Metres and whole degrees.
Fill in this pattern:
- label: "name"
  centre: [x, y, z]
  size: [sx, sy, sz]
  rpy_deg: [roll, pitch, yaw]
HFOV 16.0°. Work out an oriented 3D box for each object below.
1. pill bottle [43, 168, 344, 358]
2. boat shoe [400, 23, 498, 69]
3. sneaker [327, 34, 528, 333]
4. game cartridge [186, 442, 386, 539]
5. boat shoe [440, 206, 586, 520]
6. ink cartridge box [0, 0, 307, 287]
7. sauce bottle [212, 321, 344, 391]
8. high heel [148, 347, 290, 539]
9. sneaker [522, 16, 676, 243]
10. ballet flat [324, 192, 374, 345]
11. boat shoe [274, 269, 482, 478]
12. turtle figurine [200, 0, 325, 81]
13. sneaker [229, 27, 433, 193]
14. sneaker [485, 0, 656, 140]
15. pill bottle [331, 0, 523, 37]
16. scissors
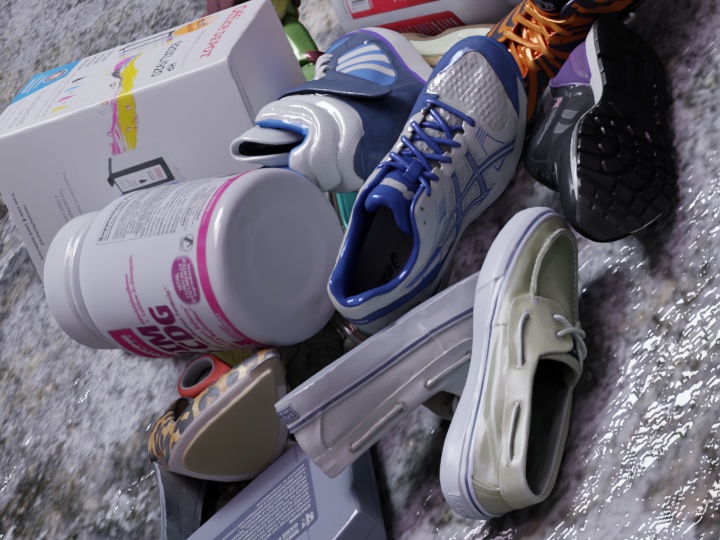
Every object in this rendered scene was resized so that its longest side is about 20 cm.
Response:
- label: "pill bottle"
  centre: [-0.113, -0.001, 1.680]
  size: [0.200, 0.113, 0.114]
  rpy_deg: [-7, 49, 48]
- label: "boat shoe"
  centre: [0.040, -0.124, 1.805]
  size: [0.200, 0.072, 0.076]
  rpy_deg: [-8, 60, 54]
- label: "sneaker"
  centre: [0.043, -0.053, 1.588]
  size: [0.075, 0.088, 0.201]
  rpy_deg: [22, 92, 20]
- label: "game cartridge"
  centre: [-0.065, 0.190, 1.596]
  size: [0.200, 0.041, 0.133]
  rpy_deg: [-42, 24, 18]
- label: "boat shoe"
  centre: [0.102, 0.054, 1.485]
  size: [0.062, 0.072, 0.201]
  rpy_deg: [-6, 59, 37]
- label: "ink cartridge box"
  centre: [-0.139, -0.084, 1.830]
  size: [0.199, 0.145, 0.147]
  rpy_deg: [-17, 20, 17]
- label: "sauce bottle"
  centre: [-0.081, 0.034, 1.775]
  size: [0.065, 0.065, 0.200]
  rpy_deg: [-53, 31, -4]
- label: "high heel"
  centre: [-0.095, 0.085, 1.689]
  size: [0.143, 0.071, 0.200]
  rpy_deg: [-93, 25, -48]
- label: "sneaker"
  centre: [0.141, -0.066, 1.577]
  size: [0.088, 0.076, 0.200]
  rpy_deg: [-45, 18, 33]
- label: "ballet flat"
  centre: [0.000, 0.000, 1.721]
  size: [0.200, 0.067, 0.064]
  rpy_deg: [-97, 22, -48]
- label: "boat shoe"
  centre: [0.046, 0.057, 1.555]
  size: [0.200, 0.070, 0.071]
  rpy_deg: [-33, 2, -20]
- label: "turtle figurine"
  centre: [-0.057, -0.167, 1.980]
  size: [0.200, 0.143, 0.194]
  rpy_deg: [106, 157, -56]
- label: "sneaker"
  centre: [-0.028, -0.108, 1.715]
  size: [0.200, 0.146, 0.081]
  rpy_deg: [-139, 45, -57]
- label: "sneaker"
  centre: [0.112, -0.161, 1.659]
  size: [0.078, 0.112, 0.200]
  rpy_deg: [46, 105, 20]
- label: "pill bottle"
  centre: [0.074, -0.215, 1.813]
  size: [0.200, 0.112, 0.112]
  rpy_deg: [-5, 51, 55]
- label: "scissors"
  centre: [-0.076, 0.071, 1.790]
  size: [0.073, 0.014, 0.200]
  rpy_deg: [-54, 25, -11]
